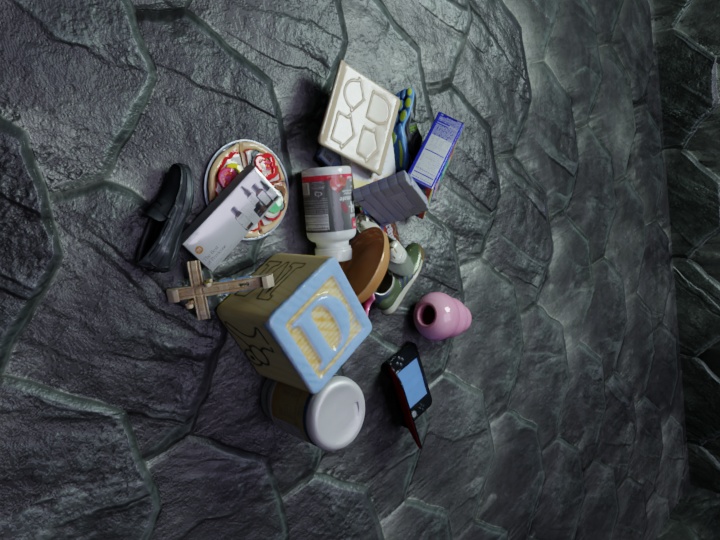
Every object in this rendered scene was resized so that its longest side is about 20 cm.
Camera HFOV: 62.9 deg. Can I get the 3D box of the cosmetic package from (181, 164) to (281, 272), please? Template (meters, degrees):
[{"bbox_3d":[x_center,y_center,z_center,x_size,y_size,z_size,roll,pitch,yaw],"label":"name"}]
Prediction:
[{"bbox_3d":[-0.249,-0.101,1.124,0.200,0.050,0.083,-50,121,-11],"label":"cosmetic package"}]

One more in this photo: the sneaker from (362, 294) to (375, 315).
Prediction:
[{"bbox_3d":[-0.026,0.122,1.348,0.079,0.095,0.202,34,72,-40],"label":"sneaker"}]

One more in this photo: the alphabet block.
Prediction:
[{"bbox_3d":[-0.131,0.098,1.179,0.196,0.199,0.197,-44,121,-31],"label":"alphabet block"}]

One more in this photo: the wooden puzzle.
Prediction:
[{"bbox_3d":[-0.006,-0.330,1.294,0.199,0.046,0.188,22,80,-41],"label":"wooden puzzle"}]

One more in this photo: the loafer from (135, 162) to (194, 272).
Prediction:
[{"bbox_3d":[-0.350,-0.097,1.050,0.070,0.068,0.203,17,85,-51],"label":"loafer"}]

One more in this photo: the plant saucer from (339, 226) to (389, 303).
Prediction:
[{"bbox_3d":[0.000,0.000,1.288,0.037,0.199,0.202,30,73,-25],"label":"plant saucer"}]

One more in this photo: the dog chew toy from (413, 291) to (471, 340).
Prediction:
[{"bbox_3d":[0.229,0.125,1.569,0.199,0.124,0.126,11,86,-50],"label":"dog chew toy"}]

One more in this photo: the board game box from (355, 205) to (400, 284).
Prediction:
[{"bbox_3d":[0.054,-0.079,1.456,0.103,0.019,0.202,-32,114,-37],"label":"board game box"}]

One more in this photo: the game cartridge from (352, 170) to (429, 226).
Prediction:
[{"bbox_3d":[0.074,-0.160,1.325,0.200,0.128,0.039,33,37,-66],"label":"game cartridge"}]

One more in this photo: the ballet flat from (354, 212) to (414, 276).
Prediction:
[{"bbox_3d":[0.054,-0.060,1.373,0.199,0.064,0.068,38,59,-6],"label":"ballet flat"}]

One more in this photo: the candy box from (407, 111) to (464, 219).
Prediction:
[{"bbox_3d":[0.172,-0.256,1.453,0.076,0.169,0.201,26,72,6],"label":"candy box"}]

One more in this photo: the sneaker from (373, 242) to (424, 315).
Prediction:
[{"bbox_3d":[0.085,0.003,1.431,0.090,0.067,0.202,44,68,-41],"label":"sneaker"}]

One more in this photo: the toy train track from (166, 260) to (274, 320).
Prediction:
[{"bbox_3d":[-0.260,0.035,1.094,0.197,0.033,0.116,-9,107,-7],"label":"toy train track"}]

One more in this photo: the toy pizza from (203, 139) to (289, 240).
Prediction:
[{"bbox_3d":[-0.221,-0.162,1.188,0.199,0.032,0.203,-4,96,-42],"label":"toy pizza"}]

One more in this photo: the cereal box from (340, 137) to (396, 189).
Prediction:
[{"bbox_3d":[0.016,-0.282,1.365,0.143,0.039,0.203,-17,104,-39],"label":"cereal box"}]

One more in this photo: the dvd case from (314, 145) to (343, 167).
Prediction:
[{"bbox_3d":[-0.017,-0.297,1.374,0.142,0.017,0.202,40,66,-38],"label":"dvd case"}]

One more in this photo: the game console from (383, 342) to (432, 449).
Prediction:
[{"bbox_3d":[0.142,0.313,1.500,0.172,0.118,0.202,-32,114,-36],"label":"game console"}]

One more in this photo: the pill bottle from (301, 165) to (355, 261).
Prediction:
[{"bbox_3d":[-0.066,-0.122,1.280,0.110,0.110,0.203,-12,101,-41],"label":"pill bottle"}]

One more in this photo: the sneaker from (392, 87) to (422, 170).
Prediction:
[{"bbox_3d":[0.111,-0.349,1.462,0.082,0.070,0.202,-8,101,-54],"label":"sneaker"}]

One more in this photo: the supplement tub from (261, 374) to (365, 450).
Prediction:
[{"bbox_3d":[-0.102,0.276,1.217,0.144,0.199,0.147,-4,96,-41],"label":"supplement tub"}]
